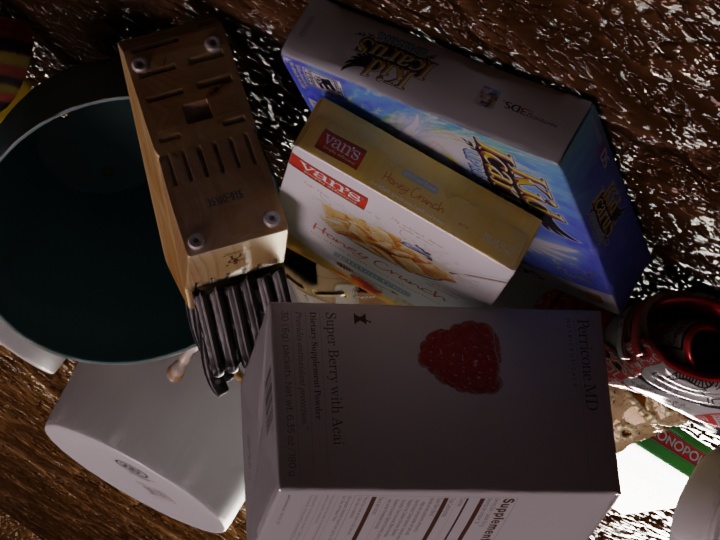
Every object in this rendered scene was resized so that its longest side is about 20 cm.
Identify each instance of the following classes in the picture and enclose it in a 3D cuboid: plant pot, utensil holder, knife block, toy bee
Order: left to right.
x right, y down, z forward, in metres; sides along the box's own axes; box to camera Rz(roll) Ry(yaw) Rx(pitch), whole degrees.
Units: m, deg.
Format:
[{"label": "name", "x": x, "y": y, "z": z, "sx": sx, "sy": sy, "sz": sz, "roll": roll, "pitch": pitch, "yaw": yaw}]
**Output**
[{"label": "toy bee", "x": -0.292, "y": -0.120, "z": 1.870, "sx": 0.131, "sy": 0.109, "sz": 0.200, "roll": 5, "pitch": 179, "yaw": -19}, {"label": "plant pot", "x": -0.159, "y": -0.059, "z": 1.740, "sx": 0.200, "sy": 0.200, "sz": 0.135, "roll": 39, "pitch": -162, "yaw": -31}, {"label": "utensil holder", "x": -0.121, "y": 0.071, "z": 2.005, "sx": 0.170, "sy": 0.200, "sz": 0.170, "roll": 28, "pitch": 164, "yaw": 9}, {"label": "knife block", "x": -0.091, "y": -0.031, "z": 1.640, "sx": 0.176, "sy": 0.064, "sz": 0.200, "roll": 106, "pitch": 146, "yaw": -71}]

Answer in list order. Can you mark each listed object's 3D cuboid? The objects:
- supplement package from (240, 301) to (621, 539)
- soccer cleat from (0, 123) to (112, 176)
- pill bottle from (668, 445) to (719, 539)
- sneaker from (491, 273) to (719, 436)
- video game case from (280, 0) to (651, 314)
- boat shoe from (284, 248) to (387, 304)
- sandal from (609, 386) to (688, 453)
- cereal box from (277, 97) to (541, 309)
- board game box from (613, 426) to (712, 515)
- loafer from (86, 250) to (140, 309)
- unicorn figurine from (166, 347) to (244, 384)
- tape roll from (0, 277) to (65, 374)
[{"label": "supplement package", "x": 0.038, "y": 0.097, "z": 1.571, "sx": 0.200, "sy": 0.121, "sz": 0.120, "roll": 1, "pitch": 153, "yaw": -11}, {"label": "soccer cleat", "x": -0.213, "y": -0.067, "z": 1.860, "sx": 0.200, "sy": 0.068, "sz": 0.081, "roll": 0, "pitch": -179, "yaw": -17}, {"label": "pill bottle", "x": 0.311, "y": 0.190, "z": 1.757, "sx": 0.200, "sy": 0.114, "sz": 0.114, "roll": 19, "pitch": 162, "yaw": 33}, {"label": "sneaker", "x": 0.157, "y": 0.034, "z": 1.634, "sx": 0.201, "sy": 0.067, "sz": 0.108, "roll": 22, "pitch": 162, "yaw": 15}, {"label": "video game case", "x": 0.063, "y": -0.062, "z": 1.534, "sx": 0.181, "sy": 0.045, "sz": 0.200, "roll": 22, "pitch": 163, "yaw": 24}, {"label": "boat shoe", "x": 0.000, "y": 0.000, "z": 1.795, "sx": 0.066, "sy": 0.074, "sz": 0.200, "roll": 49, "pitch": 156, "yaw": -14}, {"label": "sandal", "x": 0.172, "y": 0.089, "z": 1.772, "sx": 0.078, "sy": 0.070, "sz": 0.212, "roll": 39, "pitch": 162, "yaw": -30}, {"label": "cereal box", "x": 0.021, "y": -0.025, "z": 1.568, "sx": 0.144, "sy": 0.040, "sz": 0.200, "roll": 29, "pitch": 166, "yaw": 2}, {"label": "board game box", "x": 0.181, "y": 0.129, "z": 1.963, "sx": 0.134, "sy": 0.029, "sz": 0.200, "roll": 32, "pitch": 165, "yaw": -10}, {"label": "loafer", "x": -0.184, "y": -0.005, "z": 1.885, "sx": 0.068, "sy": 0.076, "sz": 0.200, "roll": 11, "pitch": -161, "yaw": -5}, {"label": "unicorn figurine", "x": -0.103, "y": 0.024, "z": 1.845, "sx": 0.074, "sy": 0.200, "sz": 0.137, "roll": 24, "pitch": 145, "yaw": -14}, {"label": "tape roll", "x": -0.276, "y": -0.004, "z": 1.830, "sx": 0.203, "sy": 0.037, "sz": 0.203, "roll": 39, "pitch": 178, "yaw": 2}]
